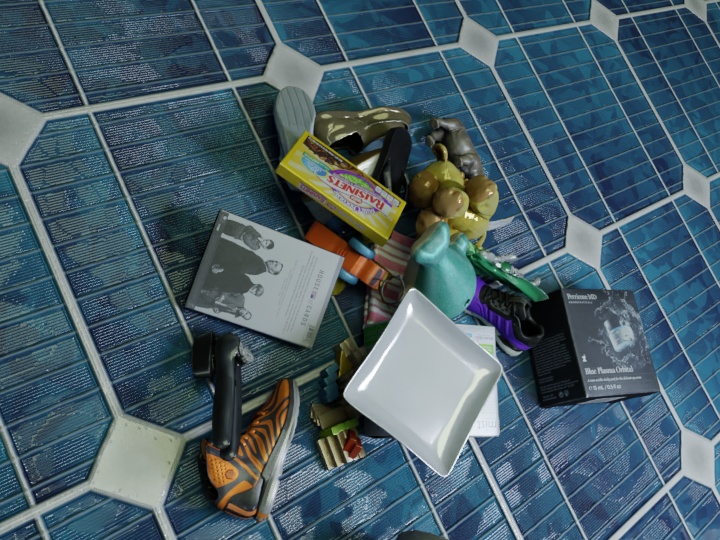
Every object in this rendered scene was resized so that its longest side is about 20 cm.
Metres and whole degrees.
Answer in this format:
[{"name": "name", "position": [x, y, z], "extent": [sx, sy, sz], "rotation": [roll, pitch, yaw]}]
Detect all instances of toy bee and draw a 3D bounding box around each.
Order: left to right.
[{"name": "toy bee", "position": [0.000, 0.000, 1.042], "extent": [0.201, 0.131, 0.109], "rotation": [61, 15, 24]}]

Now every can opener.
[{"name": "can opener", "position": [-0.180, 0.163, 0.872], "extent": [0.078, 0.064, 0.201], "rotation": [-21, 47, 5]}]

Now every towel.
[{"name": "towel", "position": [0.079, 0.031, 1.116], "extent": [0.146, 0.030, 0.201], "rotation": [17, 64, -22]}]

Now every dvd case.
[{"name": "dvd case", "position": [-0.140, 0.015, 0.960], "extent": [0.199, 0.025, 0.151], "rotation": [21, 87, -17]}]

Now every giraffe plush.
[{"name": "giraffe plush", "position": [0.152, -0.131, 1.136], "extent": [0.199, 0.173, 0.162], "rotation": [-6, 50, -40]}]

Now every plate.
[{"name": "plate", "position": [0.093, 0.162, 0.947], "extent": [0.200, 0.032, 0.200], "rotation": [40, 64, -11]}]

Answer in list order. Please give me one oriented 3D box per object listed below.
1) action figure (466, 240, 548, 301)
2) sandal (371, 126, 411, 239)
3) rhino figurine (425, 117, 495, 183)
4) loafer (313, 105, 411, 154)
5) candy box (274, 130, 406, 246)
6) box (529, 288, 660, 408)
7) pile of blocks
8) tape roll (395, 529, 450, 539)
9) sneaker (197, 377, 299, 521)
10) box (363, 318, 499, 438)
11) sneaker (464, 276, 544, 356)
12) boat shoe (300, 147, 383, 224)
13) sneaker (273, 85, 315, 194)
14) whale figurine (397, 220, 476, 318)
[{"name": "action figure", "position": [0.234, -0.010, 1.135], "extent": [0.200, 0.118, 0.055], "rotation": [27, 82, -36]}, {"name": "sandal", "position": [0.053, -0.150, 1.098], "extent": [0.076, 0.043, 0.201], "rotation": [21, 77, -49]}, {"name": "rhino figurine", "position": [0.200, -0.210, 1.259], "extent": [0.087, 0.060, 0.201], "rotation": [-30, 90, -45]}, {"name": "loafer", "position": [0.003, -0.246, 1.159], "extent": [0.199, 0.076, 0.068], "rotation": [-10, 76, -21]}, {"name": "candy box", "position": [-0.027, -0.128, 1.007], "extent": [0.200, 0.026, 0.102], "rotation": [34, 48, -8]}, {"name": "box", "position": [0.427, 0.145, 1.214], "extent": [0.196, 0.117, 0.201], "rotation": [2, 69, -28]}, {"name": "pile of blocks", "position": [-0.026, 0.194, 0.973], "extent": [0.082, 0.062, 0.201], "rotation": [11, 66, -25]}, {"name": "tape roll", "position": [0.124, 0.439, 0.879], "extent": [0.200, 0.200, 0.066], "rotation": [43, 55, -8]}, {"name": "sneaker", "position": [-0.153, 0.226, 0.882], "extent": [0.112, 0.078, 0.201], "rotation": [21, 54, -11]}, {"name": "box", "position": [0.113, 0.174, 1.025], "extent": [0.199, 0.097, 0.178], "rotation": [6, 76, -27]}, {"name": "sneaker", "position": [0.251, 0.061, 1.155], "extent": [0.200, 0.099, 0.070], "rotation": [43, 54, -8]}, {"name": "boat shoe", "position": [-0.014, -0.146, 1.115], "extent": [0.200, 0.071, 0.070], "rotation": [-38, 112, -28]}, {"name": "sneaker", "position": [-0.114, -0.219, 1.083], "extent": [0.073, 0.071, 0.201], "rotation": [6, 58, -20]}, {"name": "whale figurine", "position": [0.127, 0.007, 1.018], "extent": [0.104, 0.200, 0.159], "rotation": [37, 72, 24]}]
